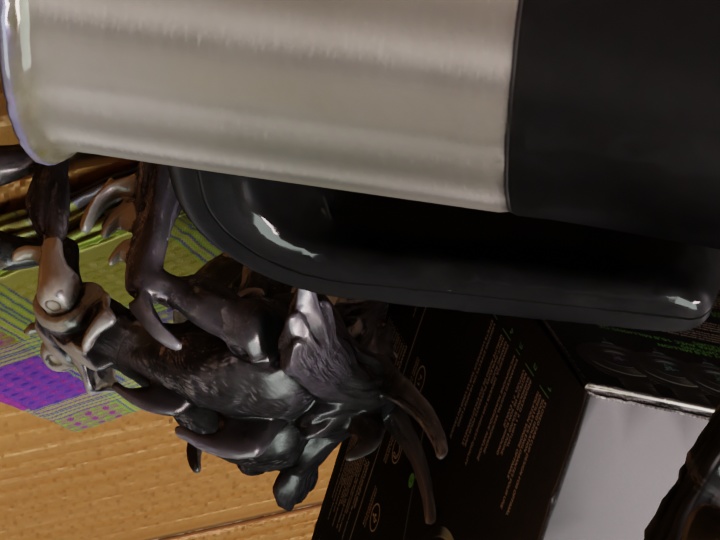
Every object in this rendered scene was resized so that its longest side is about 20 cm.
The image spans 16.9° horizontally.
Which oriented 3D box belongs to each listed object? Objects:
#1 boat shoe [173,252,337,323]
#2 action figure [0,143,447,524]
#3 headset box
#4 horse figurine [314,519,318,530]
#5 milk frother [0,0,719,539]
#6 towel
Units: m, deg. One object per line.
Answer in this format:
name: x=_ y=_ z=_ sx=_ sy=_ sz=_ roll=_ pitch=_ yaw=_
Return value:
boat shoe: x=0.000 y=0.000 z=0.849 sx=0.063 sy=0.071 sz=0.200 roll=22 pitch=-165 yaw=18
action figure: x=-0.055 y=-0.003 z=0.696 sx=0.199 sy=0.102 sz=0.119 roll=22 pitch=153 yaw=11
headset box: x=0.058 y=0.085 z=0.708 sx=0.092 sy=0.175 sz=0.200 roll=12 pitch=-163 yaw=-15
horse figurine: x=0.053 y=0.041 z=0.956 sx=0.132 sy=0.050 sz=0.200 roll=-41 pitch=-173 yaw=25
milk frother: x=0.017 y=-0.019 z=0.517 sx=0.187 sy=0.200 sz=0.181 roll=8 pitch=128 yaw=9
towel: x=-0.089 y=0.012 z=0.899 sx=0.143 sy=0.023 sz=0.200 roll=-20 pitch=160 yaw=12
